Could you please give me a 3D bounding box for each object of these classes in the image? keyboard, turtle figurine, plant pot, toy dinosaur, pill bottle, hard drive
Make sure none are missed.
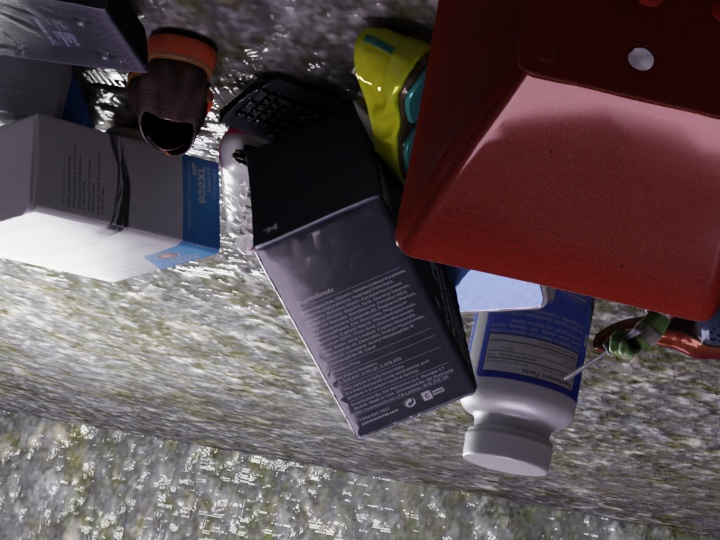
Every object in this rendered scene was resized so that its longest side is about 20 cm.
[{"bbox_3d":[-0.026,-0.096,1.632,0.199,0.021,0.127,20,148,-29],"label":"keyboard"},{"bbox_3d":[0.191,-0.004,1.627,0.199,0.145,0.194,2,160,24],"label":"turtle figurine"},{"bbox_3d":[0.144,-0.114,1.155,0.199,0.201,0.176,13,154,-3],"label":"plant pot"},{"bbox_3d":[0.318,0.058,1.776,0.182,0.200,0.105,48,174,-12],"label":"toy dinosaur"},{"bbox_3d":[0.155,0.087,1.894,0.111,0.201,0.112,11,167,3],"label":"pill bottle"},{"bbox_3d":[-0.258,-0.193,1.455,0.199,0.043,0.135,9,166,11],"label":"hard drive"}]

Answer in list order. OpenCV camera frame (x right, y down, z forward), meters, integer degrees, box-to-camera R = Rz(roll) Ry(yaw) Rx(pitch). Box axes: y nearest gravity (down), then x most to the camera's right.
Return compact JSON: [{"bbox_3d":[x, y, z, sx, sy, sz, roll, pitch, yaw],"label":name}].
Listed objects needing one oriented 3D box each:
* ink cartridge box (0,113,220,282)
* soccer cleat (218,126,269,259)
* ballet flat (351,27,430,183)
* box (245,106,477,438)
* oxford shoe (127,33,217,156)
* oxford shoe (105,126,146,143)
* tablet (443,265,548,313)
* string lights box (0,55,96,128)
[{"bbox_3d":[-0.236,-0.057,1.668,0.145,0.084,0.199,-13,162,41],"label":"ink cartridge box"},{"bbox_3d":[-0.086,-0.062,1.745,0.069,0.087,0.200,10,166,7],"label":"soccer cleat"},{"bbox_3d":[0.026,-0.125,1.472,0.067,0.067,0.200,31,167,13],"label":"ballet flat"},{"bbox_3d":[0.000,0.000,1.571,0.107,0.149,0.201,-23,122,9],"label":"box"},{"bbox_3d":[-0.155,-0.123,1.584,0.071,0.073,0.200,12,167,-3],"label":"oxford shoe"},{"bbox_3d":[-0.205,-0.084,1.824,0.075,0.058,0.200,16,164,-6],"label":"oxford shoe"},{"bbox_3d":[0.051,-0.020,1.667,0.199,0.131,0.014,-4,-152,13],"label":"tablet"},{"bbox_3d":[-0.288,-0.130,1.701,0.102,0.059,0.200,11,167,2],"label":"string lights box"}]
